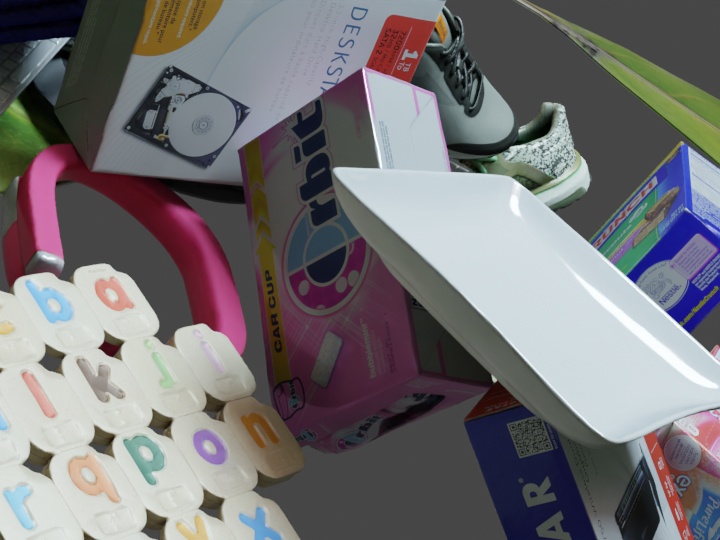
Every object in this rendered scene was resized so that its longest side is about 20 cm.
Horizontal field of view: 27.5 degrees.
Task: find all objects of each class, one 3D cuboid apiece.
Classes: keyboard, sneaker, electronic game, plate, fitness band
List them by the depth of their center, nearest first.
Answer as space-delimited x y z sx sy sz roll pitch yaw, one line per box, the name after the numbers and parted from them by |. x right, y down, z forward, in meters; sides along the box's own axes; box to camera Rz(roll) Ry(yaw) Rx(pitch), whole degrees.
0.095 0.019 0.779 0.200 0.032 0.200 44 25 24 | plate
-0.136 -0.003 0.857 0.143 0.037 0.200 24 27 -29 | fitness band
-0.218 -0.167 0.977 0.056 0.011 0.200 25 47 4 | keyboard
-0.140 -0.106 1.040 0.200 0.042 0.200 23 22 -10 | electronic game
0.049 -0.146 1.050 0.200 0.079 0.074 36 55 -33 | sneaker
0.091 -0.074 1.153 0.200 0.089 0.077 -29 36 -25 | sneaker

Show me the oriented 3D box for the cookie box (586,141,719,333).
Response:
0.237 0.000 1.214 0.075 0.171 0.200 38 22 -4 | cookie box

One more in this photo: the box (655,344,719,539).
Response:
0.250 0.142 1.053 0.103 0.095 0.200 40 23 8 | box

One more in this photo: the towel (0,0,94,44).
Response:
-0.235 -0.208 0.973 0.147 0.050 0.200 -10 39 4 | towel

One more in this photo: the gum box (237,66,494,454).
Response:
0.000 0.000 0.857 0.066 0.113 0.201 13 59 -44 | gum box

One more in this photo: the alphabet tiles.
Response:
-0.114 0.082 0.717 0.200 0.015 0.196 -12 61 -53 | alphabet tiles

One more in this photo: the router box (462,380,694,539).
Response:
0.136 0.142 0.832 0.201 0.049 0.179 69 23 -6 | router box

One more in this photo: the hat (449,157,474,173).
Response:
0.022 -0.005 1.012 0.200 0.081 0.201 12 38 -10 | hat

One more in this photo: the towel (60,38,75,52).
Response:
-0.226 -0.204 1.077 0.192 0.035 0.200 13 28 -7 | towel

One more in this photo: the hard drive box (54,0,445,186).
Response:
-0.069 -0.137 0.921 0.200 0.156 0.077 2 35 -35 | hard drive box
